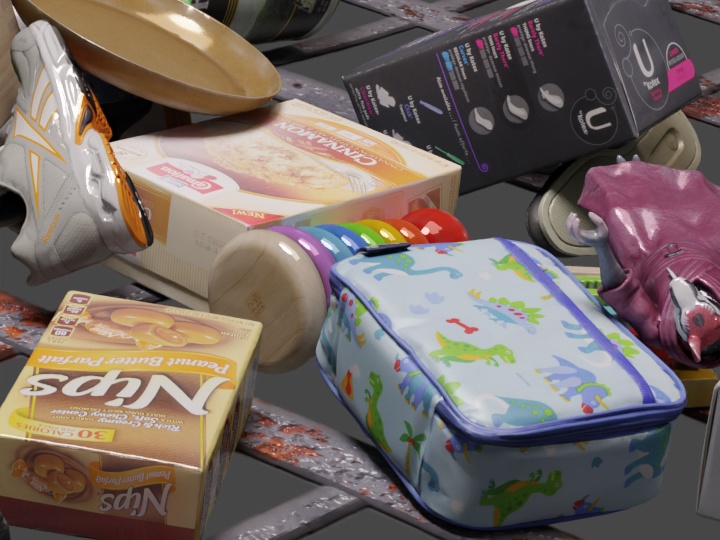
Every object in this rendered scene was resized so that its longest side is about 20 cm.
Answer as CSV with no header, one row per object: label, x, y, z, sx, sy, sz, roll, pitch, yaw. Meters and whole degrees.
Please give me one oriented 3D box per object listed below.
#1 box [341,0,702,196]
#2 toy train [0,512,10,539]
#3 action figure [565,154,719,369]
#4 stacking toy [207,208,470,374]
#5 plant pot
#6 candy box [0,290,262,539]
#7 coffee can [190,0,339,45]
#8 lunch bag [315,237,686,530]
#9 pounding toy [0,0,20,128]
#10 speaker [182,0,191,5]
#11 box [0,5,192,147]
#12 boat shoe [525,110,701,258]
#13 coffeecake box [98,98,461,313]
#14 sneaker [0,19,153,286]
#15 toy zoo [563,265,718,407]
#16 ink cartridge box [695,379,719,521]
box,0.110,-0.124,1.971,0.199,0.107,0.122,-17,8,33
toy train,-0.254,0.140,1.346,0.114,0.086,0.200,29,29,24
action figure,0.180,0.012,1.686,0.133,0.150,0.200,-2,27,-2
stacking toy,0.000,0.000,1.768,0.085,0.086,0.199,22,25,33
plant pot,-0.147,-0.152,1.922,0.199,0.028,0.200,23,18,-8
candy box,-0.125,0.079,1.567,0.115,0.056,0.200,9,21,4
coffee can,-0.131,-0.238,2.238,0.199,0.147,0.146,-13,29,-41
lunch bag,0.078,0.057,1.630,0.160,0.083,0.200,-4,32,-27
pounding toy,-0.298,-0.095,1.839,0.199,0.143,0.184,1,34,25
speaker,-0.220,-0.160,2.065,0.199,0.089,0.088,-11,27,-19
box,-0.217,-0.121,1.976,0.199,0.042,0.120,0,63,-22
boat shoe,0.165,-0.053,2.006,0.067,0.072,0.200,-23,9,38
coffeecake box,-0.059,-0.040,1.862,0.153,0.074,0.199,24,28,36
sneaker,-0.198,-0.073,1.779,0.092,0.076,0.201,-26,45,1
toy zoo,0.138,0.044,1.788,0.130,0.021,0.200,2,22,-13
ink cartridge box,0.288,0.084,1.651,0.145,0.083,0.200,14,22,18
